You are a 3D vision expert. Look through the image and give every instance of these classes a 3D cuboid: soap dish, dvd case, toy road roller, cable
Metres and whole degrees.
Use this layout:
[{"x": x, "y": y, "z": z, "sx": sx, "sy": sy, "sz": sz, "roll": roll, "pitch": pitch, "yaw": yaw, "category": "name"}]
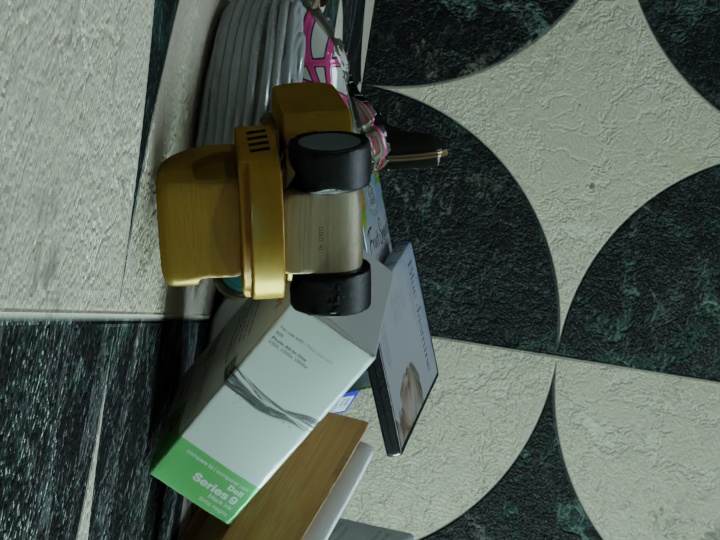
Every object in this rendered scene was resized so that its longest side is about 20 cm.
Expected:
[{"x": -0.085, "y": 0.209, "z": 1.415, "sx": 0.201, "sy": 0.081, "sz": 0.157, "roll": -58, "pitch": -166, "yaw": -24, "category": "soap dish"}, {"x": 0.037, "y": 0.068, "z": 1.571, "sx": 0.200, "sy": 0.017, "sz": 0.144, "roll": -56, "pitch": 135, "yaw": -69, "category": "dvd case"}, {"x": -0.071, "y": -0.051, "z": 1.188, "sx": 0.200, "sy": 0.144, "sz": 0.124, "roll": -109, "pitch": -162, "yaw": -69, "category": "toy road roller"}, {"x": -0.087, "y": -0.121, "z": 1.361, "sx": 0.201, "sy": 0.068, "sz": 0.201, "roll": -80, "pitch": 177, "yaw": -52, "category": "cable"}]

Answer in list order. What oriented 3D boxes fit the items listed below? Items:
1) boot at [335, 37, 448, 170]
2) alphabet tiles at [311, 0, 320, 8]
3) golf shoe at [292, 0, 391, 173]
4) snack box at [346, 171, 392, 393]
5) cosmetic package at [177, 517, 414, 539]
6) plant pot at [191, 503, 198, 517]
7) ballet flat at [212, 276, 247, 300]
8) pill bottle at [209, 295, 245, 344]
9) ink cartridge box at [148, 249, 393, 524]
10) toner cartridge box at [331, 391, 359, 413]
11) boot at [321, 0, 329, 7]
[{"x": -0.005, "y": -0.177, "z": 1.747, "sx": 0.077, "sy": 0.198, "sz": 0.140, "roll": -21, "pitch": 116, "yaw": -74, "category": "boot"}, {"x": -0.042, "y": -0.153, "z": 1.623, "sx": 0.167, "sy": 0.006, "sz": 0.202, "roll": -73, "pitch": 162, "yaw": -65, "category": "alphabet tiles"}, {"x": -0.051, "y": -0.157, "z": 1.478, "sx": 0.072, "sy": 0.092, "sz": 0.201, "roll": -4, "pitch": -62, "yaw": 58, "category": "golf shoe"}, {"x": 0.000, "y": 0.000, "z": 1.619, "sx": 0.142, "sy": 0.052, "sz": 0.202, "roll": -56, "pitch": 136, "yaw": -77, "category": "snack box"}, {"x": -0.069, "y": 0.328, "z": 1.590, "sx": 0.165, "sy": 0.198, "sz": 0.167, "roll": -30, "pitch": 128, "yaw": -74, "category": "cosmetic package"}, {"x": -0.145, "y": 0.214, "z": 1.739, "sx": 0.200, "sy": 0.027, "sz": 0.202, "roll": 9, "pitch": 90, "yaw": -89, "category": "plant pot"}, {"x": -0.098, "y": -0.052, "z": 1.501, "sx": 0.071, "sy": 0.070, "sz": 0.202, "roll": 95, "pitch": 5, "yaw": -60, "category": "ballet flat"}, {"x": -0.081, "y": 0.052, "z": 1.598, "sx": 0.200, "sy": 0.114, "sz": 0.117, "roll": -76, "pitch": 175, "yaw": -68, "category": "pill bottle"}, {"x": -0.068, "y": 0.077, "z": 1.325, "sx": 0.200, "sy": 0.084, "sz": 0.146, "roll": -49, "pitch": -167, "yaw": 25, "category": "ink cartridge box"}, {"x": -0.052, "y": 0.047, "z": 1.825, "sx": 0.095, "sy": 0.043, "sz": 0.201, "roll": -56, "pitch": -132, "yaw": 48, "category": "toner cartridge box"}, {"x": -0.030, "y": -0.395, "z": 1.781, "sx": 0.200, "sy": 0.073, "sz": 0.156, "roll": 119, "pitch": -16, "yaw": -60, "category": "boot"}]
